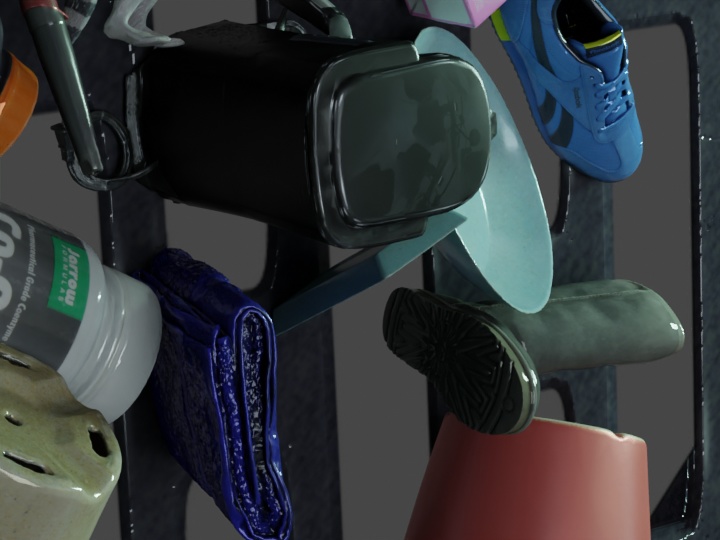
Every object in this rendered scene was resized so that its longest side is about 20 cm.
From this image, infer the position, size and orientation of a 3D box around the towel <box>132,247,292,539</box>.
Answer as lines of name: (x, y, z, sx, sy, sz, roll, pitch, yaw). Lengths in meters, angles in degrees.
towel: (-0.095, 0.074, 1.484, 0.049, 0.200, 0.149, -8, 103, -16)

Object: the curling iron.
curling iron: (-0.186, -0.149, 1.417, 0.025, 0.050, 0.201, -20, 79, -23)

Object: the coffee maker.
coffee maker: (-0.047, -0.077, 1.482, 0.192, 0.200, 0.135, -37, 117, -24)

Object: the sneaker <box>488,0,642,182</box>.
sneaker: (0.157, -0.133, 1.689, 0.066, 0.078, 0.201, -47, 127, -21)

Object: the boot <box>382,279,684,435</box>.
boot: (0.136, 0.055, 1.659, 0.199, 0.182, 0.073, 6, 114, -32)

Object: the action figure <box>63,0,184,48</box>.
action figure: (-0.143, -0.226, 1.412, 0.200, 0.104, 0.195, -22, 108, -75)

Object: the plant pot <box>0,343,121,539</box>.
plant pot: (-0.231, 0.145, 1.357, 0.200, 0.201, 0.184, 19, 115, -36)

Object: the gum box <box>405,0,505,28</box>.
gum box: (0.057, -0.274, 1.578, 0.113, 0.066, 0.201, -43, 128, -27)

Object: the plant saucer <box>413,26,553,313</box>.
plant saucer: (0.067, -0.061, 1.619, 0.201, 0.038, 0.202, 48, 31, -41)

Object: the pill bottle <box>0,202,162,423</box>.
pill bottle: (-0.222, 0.016, 1.430, 0.199, 0.113, 0.114, 25, 84, -36)

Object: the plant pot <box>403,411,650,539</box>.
plant pot: (0.115, 0.193, 1.666, 0.199, 0.200, 0.179, 14, 82, -36)

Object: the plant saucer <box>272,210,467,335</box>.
plant saucer: (0.000, 0.000, 1.543, 0.070, 0.200, 0.019, -36, 94, -24)

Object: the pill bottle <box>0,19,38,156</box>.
pill bottle: (-0.274, -0.137, 1.369, 0.200, 0.106, 0.107, 39, 77, -34)
